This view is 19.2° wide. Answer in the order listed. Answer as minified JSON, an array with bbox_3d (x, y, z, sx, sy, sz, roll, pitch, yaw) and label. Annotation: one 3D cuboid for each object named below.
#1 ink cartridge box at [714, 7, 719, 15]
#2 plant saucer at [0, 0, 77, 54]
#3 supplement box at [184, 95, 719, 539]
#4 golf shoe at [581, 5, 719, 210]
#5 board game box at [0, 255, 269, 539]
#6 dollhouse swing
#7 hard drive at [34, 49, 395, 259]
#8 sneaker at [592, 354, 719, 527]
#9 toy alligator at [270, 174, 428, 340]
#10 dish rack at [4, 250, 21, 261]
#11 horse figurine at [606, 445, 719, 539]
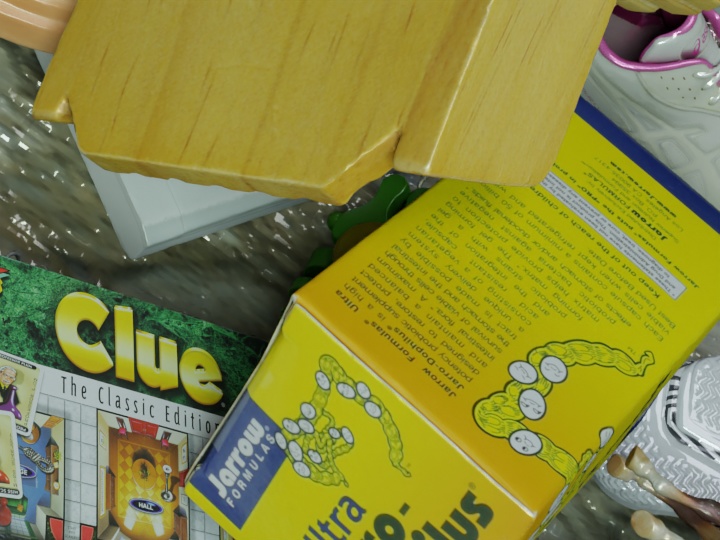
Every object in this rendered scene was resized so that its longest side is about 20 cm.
[{"bbox_3d":[0.233,-0.202,1.129,0.159,0.047,0.202,-3,74,-31],"label":"ink cartridge box"},{"bbox_3d":[-0.122,-0.181,0.899,0.198,0.038,0.202,12,56,-19],"label":"plant saucer"},{"bbox_3d":[0.047,0.036,0.783,0.109,0.109,0.200,40,42,10],"label":"supplement box"},{"bbox_3d":[0.154,-0.082,1.006,0.199,0.091,0.076,25,58,-21],"label":"golf shoe"},{"bbox_3d":[-0.082,0.061,0.761,0.199,0.023,0.106,19,55,-41],"label":"board game box"},{"bbox_3d":[0.020,-0.082,0.829,0.176,0.199,0.183,38,68,-48],"label":"dollhouse swing"},{"bbox_3d":[-0.042,-0.094,0.936,0.199,0.026,0.133,-20,81,-34],"label":"hard drive"},{"bbox_3d":[0.184,0.087,0.947,0.198,0.115,0.076,-3,70,-14],"label":"sneaker"},{"bbox_3d":[0.000,0.000,0.906,0.054,0.059,0.201,7,59,19],"label":"toy alligator"},{"bbox_3d":[-0.193,0.003,0.748,0.200,0.055,0.153,42,41,15],"label":"dish rack"},{"bbox_3d":[0.154,0.120,0.793,0.132,0.050,0.200,28,17,-1],"label":"horse figurine"}]
